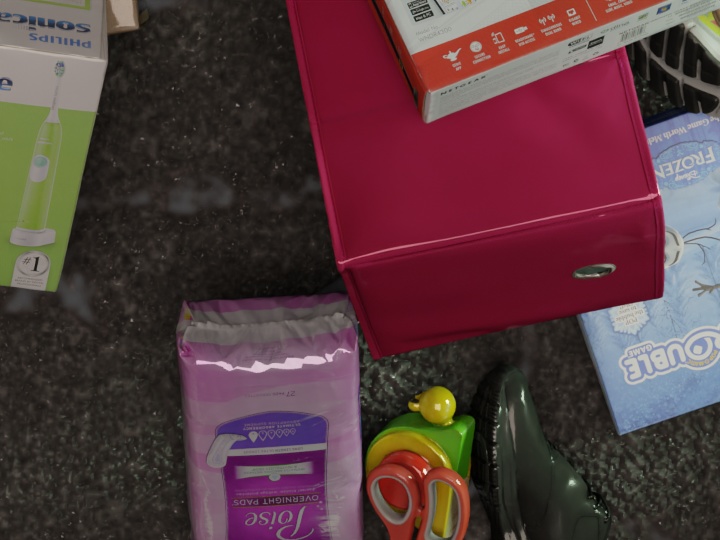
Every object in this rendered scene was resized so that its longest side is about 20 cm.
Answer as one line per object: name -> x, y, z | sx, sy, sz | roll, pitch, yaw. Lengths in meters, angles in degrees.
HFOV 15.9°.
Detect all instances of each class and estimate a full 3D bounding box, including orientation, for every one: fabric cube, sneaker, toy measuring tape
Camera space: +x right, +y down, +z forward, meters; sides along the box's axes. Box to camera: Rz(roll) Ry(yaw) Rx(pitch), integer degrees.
fabric cube -> 0.076, -0.078, 1.631 | 0.199, 0.196, 0.201 | -12, 71, 2
sneaker -> 0.256, -0.147, 1.705 | 0.200, 0.078, 0.090 | 36, 61, 25
toy measuring tape -> 0.034, 0.167, 1.784 | 0.073, 0.074, 0.201 | 6, 116, -3
sneaker -> 0.126, 0.157, 1.783 | 0.090, 0.076, 0.201 | -13, 108, -9

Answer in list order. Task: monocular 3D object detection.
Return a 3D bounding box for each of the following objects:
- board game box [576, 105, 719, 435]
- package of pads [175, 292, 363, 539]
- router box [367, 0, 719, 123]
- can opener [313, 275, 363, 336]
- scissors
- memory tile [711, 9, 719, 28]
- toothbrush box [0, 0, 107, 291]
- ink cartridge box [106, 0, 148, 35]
board game box -> 0.238, -0.013, 1.761 | 0.199, 0.043, 0.200 | -19, 101, 2
package of pads -> -0.059, 0.107, 1.722 | 0.120, 0.076, 0.200 | -2, 129, -1
router box -> 0.093, -0.206, 1.535 | 0.200, 0.049, 0.180 | -22, 73, -8
can opener -> 0.000, 0.000, 1.763 | 0.200, 0.053, 0.067 | -35, 67, 5
scissors -> 0.035, 0.212, 1.766 | 0.073, 0.014, 0.201 | 12, 123, 13
memory tile -> 0.262, -0.255, 1.662 | 0.200, 0.017, 0.153 | -45, 100, -24
toothbrush box -> -0.250, -0.092, 1.659 | 0.145, 0.086, 0.200 | 6, 133, -12
ink cartridge box -> -0.251, -0.224, 1.694 | 0.199, 0.075, 0.165 | -10, 99, 0
